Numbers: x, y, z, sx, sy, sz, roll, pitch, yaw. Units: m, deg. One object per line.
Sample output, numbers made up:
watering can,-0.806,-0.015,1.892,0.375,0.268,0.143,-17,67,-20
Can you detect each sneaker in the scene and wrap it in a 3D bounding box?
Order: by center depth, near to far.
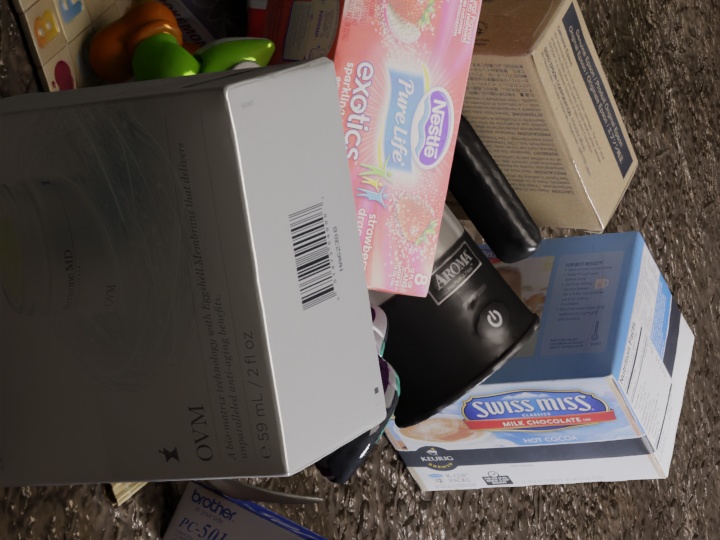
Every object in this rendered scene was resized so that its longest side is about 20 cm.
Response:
sneaker,-0.032,0.058,1.475,0.087,0.075,0.200,31,13,-12

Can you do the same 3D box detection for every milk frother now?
milk frother,0.000,0.000,1.667,0.188,0.200,0.181,53,36,-6

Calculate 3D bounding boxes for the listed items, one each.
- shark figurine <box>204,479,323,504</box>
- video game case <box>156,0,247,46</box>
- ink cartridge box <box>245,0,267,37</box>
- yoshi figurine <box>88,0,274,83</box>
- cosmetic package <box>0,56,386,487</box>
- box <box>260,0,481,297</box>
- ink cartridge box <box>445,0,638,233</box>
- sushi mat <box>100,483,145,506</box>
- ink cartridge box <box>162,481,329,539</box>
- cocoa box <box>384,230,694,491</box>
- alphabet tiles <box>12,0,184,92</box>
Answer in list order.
shark figurine,-0.095,0.044,1.457,0.128,0.089,0.215,-10,83,-62
video game case,-0.109,-0.250,1.576,0.182,0.023,0.201,46,43,-55
ink cartridge box,-0.033,-0.218,1.587,0.116,0.067,0.201,-81,175,-65
yoshi figurine,-0.089,-0.059,1.430,0.112,0.200,0.112,-14,132,-28
cosmetic package,-0.113,0.002,1.325,0.123,0.199,0.200,-24,107,-61
box,-0.004,-0.092,1.489,0.094,0.103,0.201,10,90,-30
ink cartridge box,0.072,-0.115,1.732,0.075,0.199,0.165,-58,139,-33
sushi mat,-0.117,0.065,1.523,0.200,0.012,0.096,-35,117,-62
ink cartridge box,-0.014,0.190,1.505,0.094,0.200,0.044,30,84,-61
cocoa box,0.120,0.066,1.810,0.131,0.199,0.134,57,37,-44
alphabet tiles,-0.153,-0.175,1.498,0.200,0.006,0.167,-53,133,-55
